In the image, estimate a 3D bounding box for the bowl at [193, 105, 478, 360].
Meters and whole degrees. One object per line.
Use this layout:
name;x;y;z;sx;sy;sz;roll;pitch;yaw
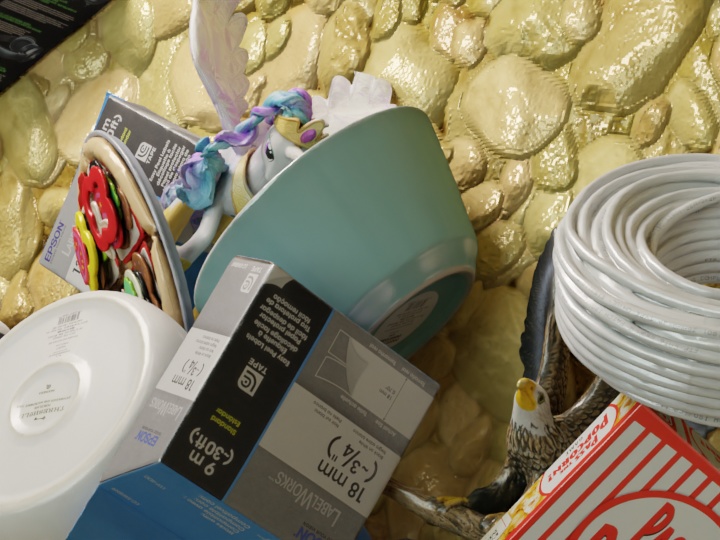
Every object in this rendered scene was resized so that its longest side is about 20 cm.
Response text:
bowl;0.000;0.000;1.362;0.201;0.200;0.105;-48;70;20

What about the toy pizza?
toy pizza;-0.164;0.003;1.440;0.200;0.031;0.201;50;149;45

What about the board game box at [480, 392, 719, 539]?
board game box;0.144;0.184;1.182;0.200;0.151;0.046;-48;8;13

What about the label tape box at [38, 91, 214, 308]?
label tape box;-0.182;-0.051;1.605;0.199;0.066;0.144;28;97;41

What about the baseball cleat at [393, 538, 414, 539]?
baseball cleat;-0.051;0.218;1.346;0.199;0.107;0.070;-33;32;5

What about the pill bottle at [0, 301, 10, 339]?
pill bottle;-0.323;0.103;1.649;0.115;0.115;0.202;-29;59;32

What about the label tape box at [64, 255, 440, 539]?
label tape box;-0.062;0.115;1.242;0.063;0.144;0.201;11;68;60

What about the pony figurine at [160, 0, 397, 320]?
pony figurine;-0.071;-0.080;1.429;0.200;0.166;0.194;-52;21;35

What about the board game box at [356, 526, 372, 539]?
board game box;-0.083;0.221;1.416;0.157;0.039;0.201;24;93;3

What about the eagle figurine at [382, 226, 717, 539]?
eagle figurine;0.123;0.091;1.273;0.151;0.151;0.200;39;70;1

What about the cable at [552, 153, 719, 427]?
cable;0.207;0.007;1.168;0.198;0.200;0.070;8;124;12

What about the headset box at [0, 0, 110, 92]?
headset box;-0.299;-0.273;1.756;0.199;0.092;0.175;-33;58;29

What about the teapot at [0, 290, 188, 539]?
teapot;-0.164;0.122;1.340;0.197;0.146;0.200;-46;41;-6
